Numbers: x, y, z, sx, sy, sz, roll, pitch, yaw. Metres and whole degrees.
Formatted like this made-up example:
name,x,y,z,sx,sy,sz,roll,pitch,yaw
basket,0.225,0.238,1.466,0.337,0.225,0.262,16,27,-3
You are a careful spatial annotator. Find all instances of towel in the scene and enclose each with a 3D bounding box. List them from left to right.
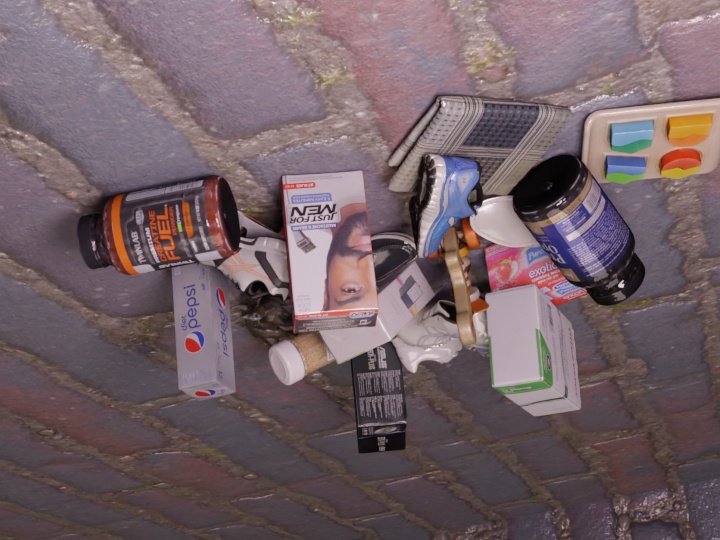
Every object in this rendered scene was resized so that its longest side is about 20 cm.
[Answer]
name,x,y,z,sx,sy,sz,roll,pitch,yaw
towel,0.146,-0.159,1.490,0.190,0.035,0.200,0,152,-23

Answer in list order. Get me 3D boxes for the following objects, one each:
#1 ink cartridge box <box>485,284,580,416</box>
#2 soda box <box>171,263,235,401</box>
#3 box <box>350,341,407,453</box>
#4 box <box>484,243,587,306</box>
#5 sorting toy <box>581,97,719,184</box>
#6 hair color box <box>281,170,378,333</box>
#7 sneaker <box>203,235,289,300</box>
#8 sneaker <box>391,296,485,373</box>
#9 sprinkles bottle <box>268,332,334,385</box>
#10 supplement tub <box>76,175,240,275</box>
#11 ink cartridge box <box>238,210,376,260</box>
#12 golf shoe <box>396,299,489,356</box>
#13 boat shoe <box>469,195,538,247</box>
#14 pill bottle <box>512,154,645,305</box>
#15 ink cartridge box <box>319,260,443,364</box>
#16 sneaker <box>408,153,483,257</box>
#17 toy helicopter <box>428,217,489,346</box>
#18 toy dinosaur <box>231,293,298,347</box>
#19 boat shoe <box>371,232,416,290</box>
name,x,y,z,sx,sy,sz,roll,pitch,yaw
ink cartridge box,0.261,0.125,1.750,0.082,0.149,0.200,-12,156,23
soda box,-0.228,0.081,1.689,0.063,0.202,0.068,-14,156,15
box,0.029,0.192,1.997,0.085,0.202,0.164,-5,155,-1
box,0.298,-0.012,1.756,0.198,0.097,0.099,-23,152,32
sorting toy,0.389,-0.162,1.533,0.197,0.037,0.186,-9,155,4
hair color box,-0.041,-0.026,1.511,0.109,0.202,0.064,-4,156,-6
sneaker,-0.167,-0.007,1.607,0.198,0.081,0.073,7,168,40
sneaker,0.146,0.102,1.929,0.198,0.088,0.075,-21,-167,0
sprinkles bottle,-0.049,0.113,1.873,0.198,0.069,0.068,-25,165,-27
supplement tub,-0.261,-0.053,1.506,0.197,0.108,0.107,-11,155,8
ink cartridge box,-0.082,-0.029,1.646,0.198,0.051,0.109,29,152,3
golf shoe,0.127,0.071,1.816,0.198,0.079,0.098,2,142,34
boat shoe,0.242,-0.078,1.643,0.197,0.060,0.075,-2,112,-13
pill bottle,0.300,-0.049,1.572,0.111,0.113,0.200,-23,123,32
ink cartridge box,0.035,0.055,1.799,0.116,0.068,0.200,-27,-172,37
sneaker,0.114,-0.079,1.513,0.088,0.079,0.201,-3,154,-10
toy helicopter,0.145,0.029,1.679,0.078,0.202,0.133,-12,138,10
toy dinosaur,-0.148,0.077,1.882,0.101,0.078,0.200,6,160,1
boat shoe,0.000,0.000,1.731,0.198,0.063,0.075,-19,134,25
